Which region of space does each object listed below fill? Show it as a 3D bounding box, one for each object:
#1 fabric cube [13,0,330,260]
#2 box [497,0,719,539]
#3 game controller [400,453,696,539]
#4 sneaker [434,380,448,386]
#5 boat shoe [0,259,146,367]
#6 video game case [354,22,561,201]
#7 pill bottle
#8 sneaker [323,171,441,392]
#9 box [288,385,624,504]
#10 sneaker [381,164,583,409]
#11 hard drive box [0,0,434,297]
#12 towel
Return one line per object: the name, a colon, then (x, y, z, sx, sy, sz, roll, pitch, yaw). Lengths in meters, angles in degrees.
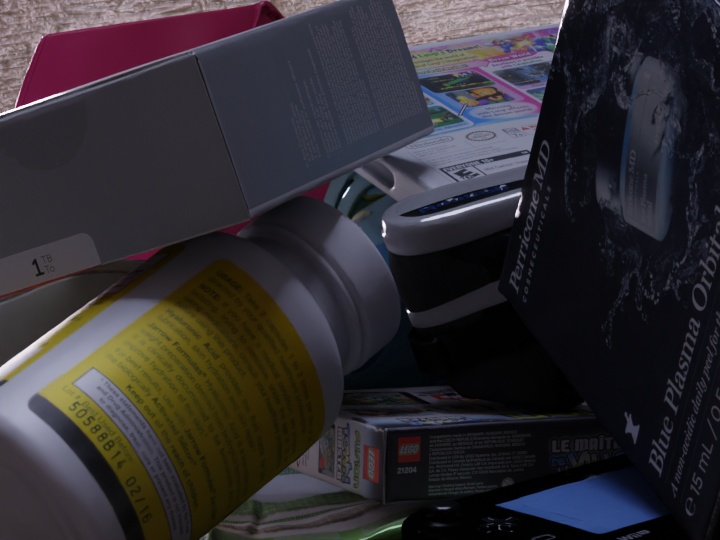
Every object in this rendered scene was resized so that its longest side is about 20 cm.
fabric cube: (-0.087, -0.024, 1.675, 0.199, 0.201, 0.196, -4, -27, 44)
box: (0.161, -0.025, 1.133, 0.117, 0.197, 0.200, -3, 32, -24)
game controller: (0.115, 0.098, 1.156, 0.200, 0.042, 0.104, -12, 6, -38)
sneaker: (0.031, 0.060, 1.458, 0.199, 0.090, 0.079, -10, 40, 2)
boat shoe: (-0.145, 0.035, 1.357, 0.199, 0.075, 0.062, -15, 5, 16)
video game case: (0.078, -0.076, 1.428, 0.199, 0.024, 0.182, -12, 28, -29)
pill bottle: (-0.077, 0.052, 1.234, 0.200, 0.112, 0.111, -38, 21, -31)
sneaker: (0.000, 0.000, 1.406, 0.200, 0.080, 0.131, -23, 43, -29)
box: (0.074, 0.077, 1.322, 0.199, 0.035, 0.110, -1, 7, -26)
sneaker: (0.115, 0.001, 1.302, 0.199, 0.112, 0.073, -13, 18, -2)
hard drive box: (-0.081, -0.059, 1.285, 0.156, 0.077, 0.200, -16, 6, 28)
towel: (-0.011, 0.109, 1.322, 0.149, 0.031, 0.200, -9, 4, -5)
